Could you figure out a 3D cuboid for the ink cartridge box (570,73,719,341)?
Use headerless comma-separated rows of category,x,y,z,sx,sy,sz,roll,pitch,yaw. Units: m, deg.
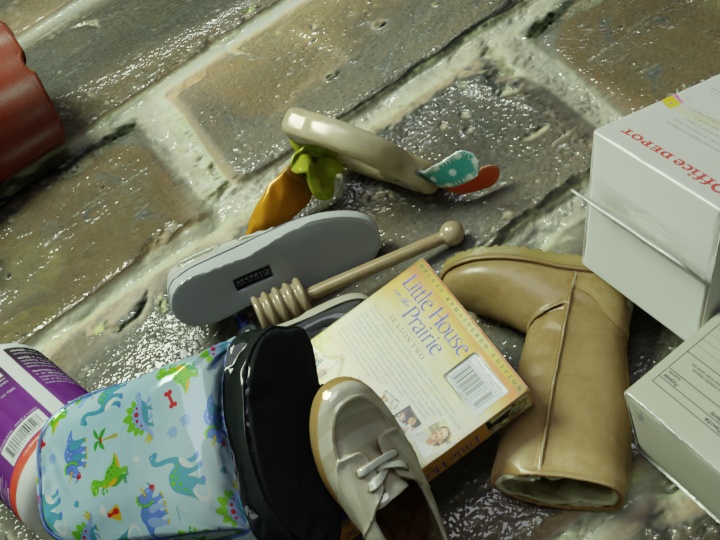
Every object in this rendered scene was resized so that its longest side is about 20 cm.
ink cartridge box,0.263,-0.050,0.894,0.199,0.126,0.128,-25,43,-24

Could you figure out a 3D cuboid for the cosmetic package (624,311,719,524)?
cosmetic package,0.295,0.074,0.841,0.199,0.088,0.103,-36,48,-10

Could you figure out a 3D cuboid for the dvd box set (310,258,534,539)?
dvd box set,0.009,0.101,0.901,0.199,0.029,0.147,-37,57,-4

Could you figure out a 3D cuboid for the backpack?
backpack,-0.130,0.138,0.850,0.199,0.153,0.165,-21,70,38

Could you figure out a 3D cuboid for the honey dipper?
honey dipper,0.000,0.000,1.059,0.199,0.038,0.038,-25,46,-7

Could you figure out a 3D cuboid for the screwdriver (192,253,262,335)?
screwdriver,-0.115,0.032,1.100,0.029,0.028,0.200,-52,42,17

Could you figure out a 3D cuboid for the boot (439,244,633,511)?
boot,0.127,0.077,0.928,0.174,0.066,0.201,-1,53,24

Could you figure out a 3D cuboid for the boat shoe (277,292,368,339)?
boat shoe,-0.063,0.088,0.992,0.199,0.073,0.063,-29,32,-8

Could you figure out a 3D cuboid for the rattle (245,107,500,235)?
rattle,0.009,-0.063,1.099,0.199,0.130,0.144,24,72,7

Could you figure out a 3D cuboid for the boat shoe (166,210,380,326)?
boat shoe,-0.081,-0.012,1.088,0.199,0.071,0.070,-22,31,-5

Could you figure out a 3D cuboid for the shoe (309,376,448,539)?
shoe,0.027,0.161,0.813,0.070,0.201,0.053,-33,18,-31

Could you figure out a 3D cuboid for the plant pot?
plant pot,-0.440,-0.163,1.304,0.194,0.202,0.201,-31,46,-15

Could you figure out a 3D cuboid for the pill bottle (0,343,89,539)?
pill bottle,-0.282,0.136,1.025,0.199,0.113,0.112,30,68,39
